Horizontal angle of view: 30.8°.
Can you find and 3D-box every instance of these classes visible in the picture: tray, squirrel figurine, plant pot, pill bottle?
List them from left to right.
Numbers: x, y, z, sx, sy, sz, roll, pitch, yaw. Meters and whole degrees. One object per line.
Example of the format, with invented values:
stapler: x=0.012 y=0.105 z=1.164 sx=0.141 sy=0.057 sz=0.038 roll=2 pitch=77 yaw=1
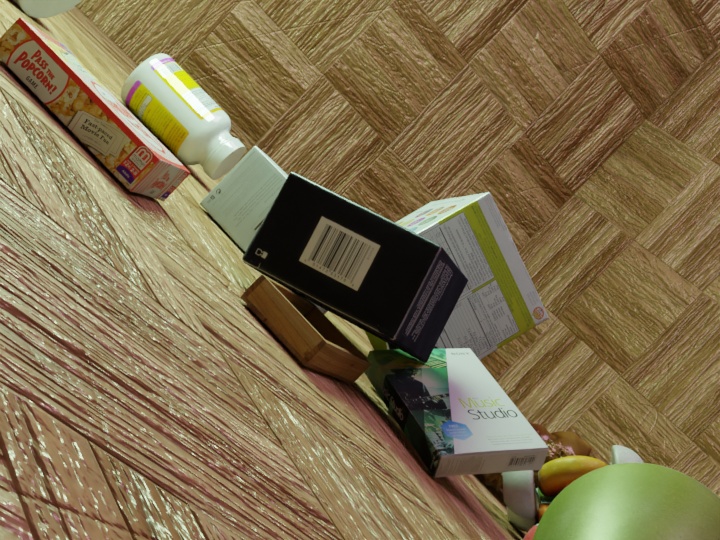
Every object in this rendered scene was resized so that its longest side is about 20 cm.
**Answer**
pill bottle: x=-0.274 y=-0.236 z=2.043 sx=0.200 sy=0.104 sz=0.104 roll=46 pitch=2 yaw=8
tray: x=-0.054 y=0.066 z=1.377 sx=0.099 sy=0.037 sz=0.200 roll=46 pitch=3 yaw=16
squirrel figurine: x=0.224 y=0.254 z=1.880 sx=0.186 sy=0.142 sz=0.200 roll=39 pitch=-1 yaw=5
plant pot: x=0.194 y=0.256 z=0.974 sx=0.187 sy=0.187 sz=0.200 roll=45 pitch=17 yaw=12

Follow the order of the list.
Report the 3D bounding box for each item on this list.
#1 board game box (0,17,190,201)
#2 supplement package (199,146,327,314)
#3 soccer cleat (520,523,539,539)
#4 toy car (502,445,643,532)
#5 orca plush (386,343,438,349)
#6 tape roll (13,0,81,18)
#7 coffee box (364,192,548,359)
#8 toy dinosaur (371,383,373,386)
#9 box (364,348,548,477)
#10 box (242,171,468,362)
board game box: x=-0.273 y=-0.160 z=1.343 sx=0.200 sy=0.046 sz=0.151 roll=45 pitch=2 yaw=3
supplement package: x=-0.097 y=-0.048 z=1.742 sx=0.200 sy=0.110 sz=0.114 roll=46 pitch=3 yaw=19
soccer cleat: x=0.224 y=0.313 z=1.466 sx=0.068 sy=0.073 sz=0.200 roll=44 pitch=1 yaw=23
toy car: x=0.268 y=0.306 z=1.626 sx=0.200 sy=0.173 sz=0.151 roll=69 pitch=17 yaw=-66
orca plush: x=0.105 y=0.160 z=1.700 sx=0.071 sy=0.105 sz=0.201 roll=-25 pitch=-97 yaw=54
tape roll: x=-0.472 y=-0.498 z=1.946 sx=0.139 sy=0.203 sz=0.203 roll=45 pitch=2 yaw=11
coffee box: x=0.108 y=0.026 z=1.868 sx=0.201 sy=0.197 sz=0.199 roll=63 pitch=-20 yaw=-8
toy dinosaur: x=0.084 y=0.173 z=1.592 sx=0.135 sy=0.102 sz=0.201 roll=17 pitch=33 yaw=-32
box: x=0.106 y=0.158 z=1.502 sx=0.143 sy=0.037 sz=0.200 roll=0 pitch=30 yaw=-28
box: x=0.000 y=0.000 z=1.480 sx=0.196 sy=0.118 sz=0.200 roll=27 pitch=-4 yaw=16
